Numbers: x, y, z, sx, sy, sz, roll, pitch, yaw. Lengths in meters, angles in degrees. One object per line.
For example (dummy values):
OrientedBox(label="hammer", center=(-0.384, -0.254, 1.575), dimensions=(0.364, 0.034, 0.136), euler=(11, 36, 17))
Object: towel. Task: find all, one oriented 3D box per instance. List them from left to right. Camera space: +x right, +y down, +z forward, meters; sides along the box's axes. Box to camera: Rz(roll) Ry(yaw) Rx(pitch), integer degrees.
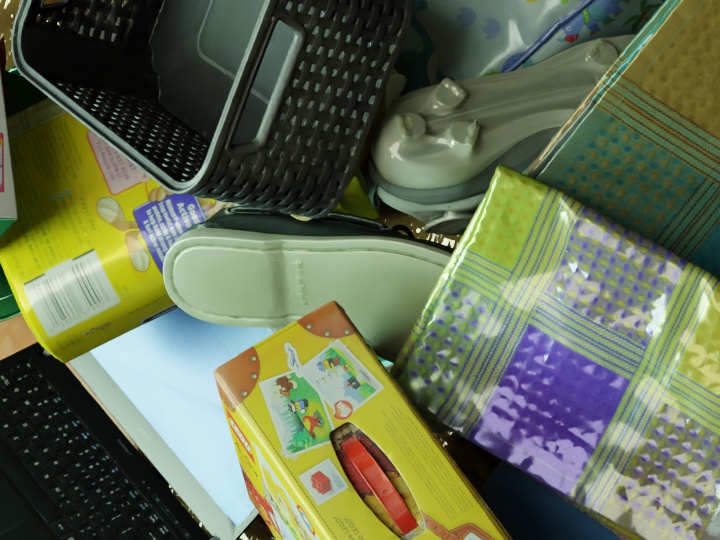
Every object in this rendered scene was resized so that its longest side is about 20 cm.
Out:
OrientedBox(label="towel", center=(0.123, 0.052, 1.392), dimensions=(0.199, 0.023, 0.144), euler=(33, 111, 12))
OrientedBox(label="towel", center=(0.190, -0.073, 1.401), dimensions=(0.200, 0.146, 0.022), euler=(-51, 17, 17))

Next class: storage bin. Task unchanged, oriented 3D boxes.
OrientedBox(label="storage bin", center=(-0.079, -0.126, 1.437), dimensions=(0.200, 0.093, 0.136), euler=(37, 111, 47))

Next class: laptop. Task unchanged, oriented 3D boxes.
OrientedBox(label="laptop", center=(-0.141, 0.083, 1.580), dimensions=(0.177, 0.199, 0.104), euler=(48, 143, 22))

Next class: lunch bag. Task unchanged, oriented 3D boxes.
OrientedBox(label="lunch bag", center=(0.079, -0.172, 1.506), dimensions=(0.200, 0.082, 0.161), euler=(-37, 63, 25))

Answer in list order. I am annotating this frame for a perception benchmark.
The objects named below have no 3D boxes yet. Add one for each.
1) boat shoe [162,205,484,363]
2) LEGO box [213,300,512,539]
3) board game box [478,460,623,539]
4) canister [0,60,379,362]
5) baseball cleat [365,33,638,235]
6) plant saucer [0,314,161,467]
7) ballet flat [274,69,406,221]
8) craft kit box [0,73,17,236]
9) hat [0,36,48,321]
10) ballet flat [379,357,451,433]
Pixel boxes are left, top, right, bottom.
OrientedBox(label="boat shoe", center=(0.000, 0.002, 1.475), dimensions=(0.198, 0.066, 0.075), euler=(4, 119, 15))
OrientedBox(label="LEGO box", center=(0.015, 0.139, 1.423), dimensions=(0.077, 0.149, 0.200), euler=(-30, 60, -11))
OrientedBox(label="board game box", center=(0.131, 0.176, 1.460), dimensions=(0.157, 0.039, 0.201), euler=(-16, 71, 38))
OrientedBox(label="canister", center=(-0.109, -0.053, 1.572), dimensions=(0.199, 0.087, 0.149), euler=(-26, 70, 3))
OrientedBox(label="baseball cleat", center=(0.098, -0.070, 1.465), dimensions=(0.199, 0.107, 0.070), euler=(-6, 64, -10))
OrientedBox(label="plant saucer", center=(-0.195, 0.075, 1.698), dimensions=(0.199, 0.032, 0.202), euler=(-4, 83, 33))
OrientedBox(label="ballet flat", center=(0.001, -0.123, 1.463), dimensions=(0.068, 0.063, 0.201), euler=(4, 86, 52))
OrientedBox(label="craft kit box", center=(-0.254, -0.085, 1.579), dimensions=(0.200, 0.048, 0.199), euler=(-37, 60, 57))
OrientedBox(label="hat", center=(-0.255, -0.091, 1.647), dimensions=(0.165, 0.176, 0.201), euler=(-8, 64, 32))
OrientedBox(label="ballet flat", center=(0.059, 0.052, 1.510), dimensions=(0.199, 0.069, 0.070), euler=(-26, 71, 29))
